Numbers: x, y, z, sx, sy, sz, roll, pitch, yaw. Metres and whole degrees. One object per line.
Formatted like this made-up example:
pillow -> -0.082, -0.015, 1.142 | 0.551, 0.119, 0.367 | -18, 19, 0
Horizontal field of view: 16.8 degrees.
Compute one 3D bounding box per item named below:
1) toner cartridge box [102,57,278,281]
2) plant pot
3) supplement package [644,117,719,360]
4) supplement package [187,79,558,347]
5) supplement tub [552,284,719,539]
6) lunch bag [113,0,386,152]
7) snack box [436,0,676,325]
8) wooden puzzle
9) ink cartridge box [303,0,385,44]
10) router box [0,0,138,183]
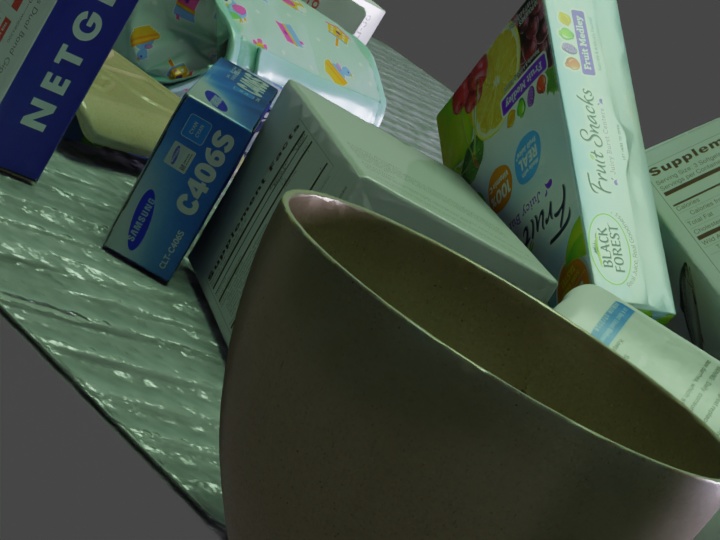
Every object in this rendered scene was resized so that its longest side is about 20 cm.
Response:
toner cartridge box -> -0.092, -0.061, 1.374 | 0.043, 0.095, 0.200 | 29, 10, -3
plant pot -> 0.023, 0.078, 0.922 | 0.199, 0.135, 0.200 | 30, 10, -6
supplement package -> 0.235, 0.017, 1.293 | 0.200, 0.117, 0.117 | -120, -171, -47
supplement package -> 0.000, 0.000, 1.272 | 0.121, 0.120, 0.200 | 28, 10, -18
supplement tub -> 0.156, 0.109, 1.171 | 0.199, 0.133, 0.132 | 33, 10, 10
lunch bag -> -0.095, -0.156, 1.764 | 0.170, 0.123, 0.200 | 22, 8, -45
snack box -> 0.102, -0.034, 1.328 | 0.053, 0.142, 0.201 | 5, 60, -22
wooden puzzle -> -0.189, -0.124, 1.557 | 0.200, 0.046, 0.185 | 41, 14, 26
ink cartridge box -> -0.059, -0.213, 2.146 | 0.067, 0.117, 0.200 | 21, 15, -46
router box -> -0.189, -0.178, 1.358 | 0.049, 0.201, 0.179 | 21, 15, -43
